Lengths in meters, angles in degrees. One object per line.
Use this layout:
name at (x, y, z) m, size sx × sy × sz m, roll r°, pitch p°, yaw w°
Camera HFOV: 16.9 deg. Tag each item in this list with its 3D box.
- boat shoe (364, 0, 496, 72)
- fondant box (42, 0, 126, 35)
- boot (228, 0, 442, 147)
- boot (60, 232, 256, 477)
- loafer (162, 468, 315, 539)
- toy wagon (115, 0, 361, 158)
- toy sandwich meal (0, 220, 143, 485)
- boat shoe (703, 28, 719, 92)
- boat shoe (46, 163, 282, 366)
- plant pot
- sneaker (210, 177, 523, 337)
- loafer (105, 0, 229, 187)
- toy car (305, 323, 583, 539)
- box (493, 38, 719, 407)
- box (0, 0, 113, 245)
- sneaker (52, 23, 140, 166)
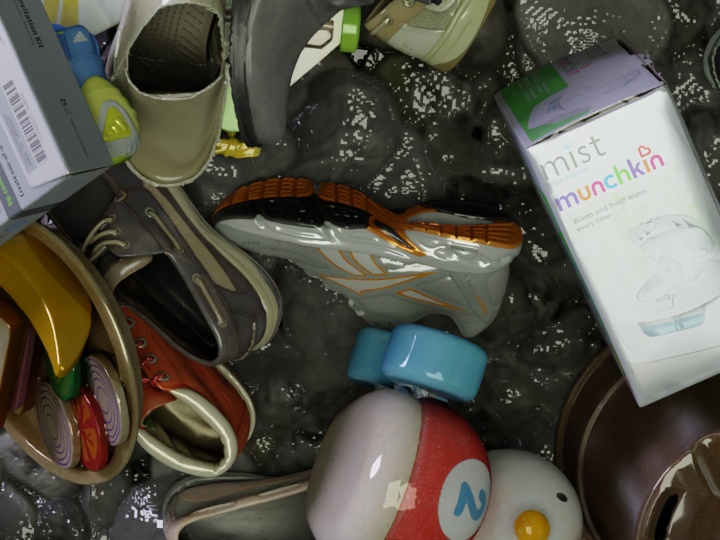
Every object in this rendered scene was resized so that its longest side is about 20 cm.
boat shoe at (0.074, -0.223, 1.513) m, size 0.063 × 0.073 × 0.201 m, roll 25°, pitch 108°, yaw -12°
fondant box at (-0.228, -0.195, 1.473) m, size 0.200 × 0.058 × 0.144 m, roll -23°, pitch 118°, yaw 20°
boot at (-0.011, -0.169, 1.477) m, size 0.132 × 0.070 × 0.200 m, roll 4°, pitch 105°, yaw 1°
boot at (-0.149, 0.054, 1.550) m, size 0.200 × 0.107 × 0.075 m, roll 40°, pitch 102°, yaw -8°
loafer at (-0.032, 0.164, 1.601) m, size 0.200 × 0.063 × 0.072 m, roll -5°, pitch 104°, yaw -1°
toy wagon at (-0.076, -0.172, 1.534) m, size 0.155 × 0.040 × 0.200 m, roll 5°, pitch 103°, yaw -3°
toy sandwich meal at (-0.218, 0.051, 1.509) m, size 0.070 × 0.205 × 0.205 m, roll -26°, pitch 107°, yaw -38°
boat shoe at (0.316, -0.101, 1.554) m, size 0.200 × 0.060 × 0.076 m, roll 16°, pitch 102°, yaw -6°
boat shoe at (-0.140, -0.016, 1.527) m, size 0.200 × 0.073 × 0.075 m, roll 37°, pitch 123°, yaw 7°
plant pot at (0.233, 0.142, 1.537) m, size 0.200 × 0.198 × 0.200 m, roll 0°, pitch 102°, yaw -1°
sneaker at (0.000, 0.000, 1.562) m, size 0.200 × 0.076 × 0.092 m, roll 9°, pitch 115°, yaw 2°
loafer at (-0.116, -0.118, 1.446) m, size 0.076 × 0.068 × 0.200 m, roll 3°, pitch 136°, yaw -4°
toy car at (0.075, 0.151, 1.507) m, size 0.200 × 0.177 × 0.184 m, roll 19°, pitch 82°, yaw -12°
box at (0.167, -0.037, 1.492) m, size 0.097 × 0.200 × 0.177 m, roll -25°, pitch 104°, yaw 4°
box at (-0.246, -0.086, 1.424) m, size 0.200 × 0.041 × 0.156 m, roll -31°, pitch 80°, yaw 38°
sneaker at (-0.207, -0.098, 1.472) m, size 0.200 × 0.076 × 0.105 m, roll -15°, pitch 89°, yaw 45°
